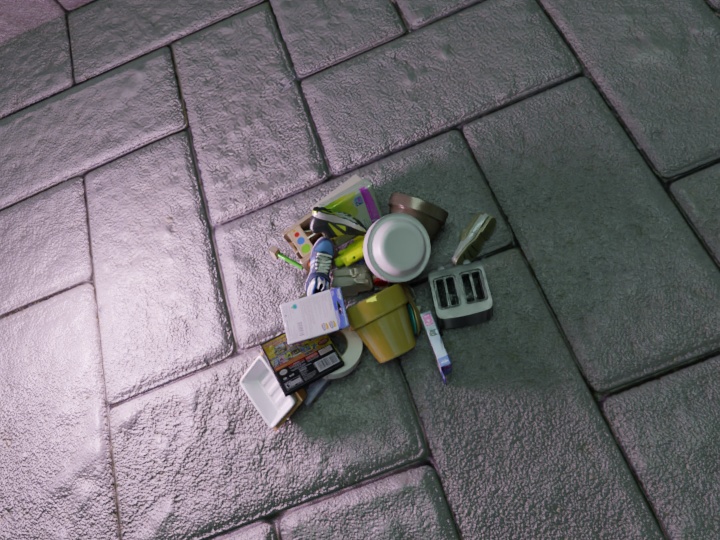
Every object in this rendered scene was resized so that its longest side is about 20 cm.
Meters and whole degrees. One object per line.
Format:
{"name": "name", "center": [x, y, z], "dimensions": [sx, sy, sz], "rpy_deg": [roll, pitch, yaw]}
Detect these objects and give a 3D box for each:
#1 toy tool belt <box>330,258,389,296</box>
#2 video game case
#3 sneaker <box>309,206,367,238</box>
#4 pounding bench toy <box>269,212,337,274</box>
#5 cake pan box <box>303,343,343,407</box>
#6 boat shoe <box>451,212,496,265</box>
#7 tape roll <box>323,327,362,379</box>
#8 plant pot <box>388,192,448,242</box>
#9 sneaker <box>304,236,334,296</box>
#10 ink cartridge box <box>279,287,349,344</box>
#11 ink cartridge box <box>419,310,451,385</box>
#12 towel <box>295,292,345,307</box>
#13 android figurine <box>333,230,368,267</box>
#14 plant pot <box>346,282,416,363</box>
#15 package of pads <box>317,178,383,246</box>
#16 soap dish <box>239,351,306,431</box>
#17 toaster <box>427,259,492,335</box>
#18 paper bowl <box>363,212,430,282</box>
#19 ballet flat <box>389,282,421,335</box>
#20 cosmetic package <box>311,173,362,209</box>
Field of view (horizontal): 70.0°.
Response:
{"name": "toy tool belt", "center": [0.000, 0.000, 1.667], "dimensions": [0.197, 0.125, 0.125], "rpy_deg": [-12, 59, 29]}
{"name": "video game case", "center": [-0.175, 0.252, 1.534], "dimensions": [0.197, 0.026, 0.182], "rpy_deg": [-24, 58, -20]}
{"name": "sneaker", "center": [-0.074, -0.139, 1.630], "dimensions": [0.086, 0.197, 0.075], "rpy_deg": [-64, 25, 21]}
{"name": "pounding bench toy", "center": [-0.191, -0.058, 1.735], "dimensions": [0.198, 0.125, 0.157], "rpy_deg": [-34, 66, -2]}
{"name": "cake pan box", "center": [-0.164, 0.295, 1.631], "dimensions": [0.183, 0.052, 0.201], "rpy_deg": [35, 80, 20]}
{"name": "boat shoe", "center": [0.355, -0.098, 1.663], "dimensions": [0.201, 0.075, 0.068], "rpy_deg": [-50, 47, -7]}
{"name": "tape roll", "center": [-0.090, 0.236, 1.590], "dimensions": [0.198, 0.037, 0.206], "rpy_deg": [1, 54, -2]}
{"name": "plant pot", "center": [0.166, -0.133, 1.666], "dimensions": [0.197, 0.200, 0.177], "rpy_deg": [19, 90, 19]}
{"name": "sneaker", "center": [-0.116, 0.003, 1.597], "dimensions": [0.079, 0.146, 0.204], "rpy_deg": [15, 96, -18]}
{"name": "ink cartridge box", "center": [-0.131, 0.133, 1.507], "dimensions": [0.197, 0.042, 0.122], "rpy_deg": [-18, 78, 16]}
{"name": "ink cartridge box", "center": [0.230, 0.231, 1.528], "dimensions": [0.041, 0.120, 0.203], "rpy_deg": [-18, 65, 2]}
{"name": "towel", "center": [-0.139, 0.113, 1.637], "dimensions": [0.145, 0.200, 0.037], "rpy_deg": [7, 110, 17]}
{"name": "android figurine", "center": [0.008, -0.077, 1.637], "dimensions": [0.198, 0.183, 0.041], "rpy_deg": [-27, 106, 20]}
{"name": "plant pot", "center": [0.072, 0.166, 1.556], "dimensions": [0.198, 0.201, 0.192], "rpy_deg": [-27, 87, 1]}
{"name": "package of pads", "center": [-0.030, -0.188, 1.707], "dimensions": [0.198, 0.156, 0.068], "rpy_deg": [-29, 38, -9]}
{"name": "soap dish", "center": [-0.265, 0.360, 1.571], "dimensions": [0.201, 0.081, 0.158], "rpy_deg": [49, 117, 18]}
{"name": "toaster", "center": [0.304, 0.080, 1.573], "dimensions": [0.177, 0.119, 0.204], "rpy_deg": [-12, 67, 8]}
{"name": "paper bowl", "center": [0.111, -0.067, 1.517], "dimensions": [0.196, 0.104, 0.205], "rpy_deg": [0, 88, -10]}
{"name": "ballet flat", "center": [0.159, 0.106, 1.628], "dimensions": [0.062, 0.069, 0.203], "rpy_deg": [-12, 66, -25]}
{"name": "cosmetic package", "center": [-0.057, -0.223, 1.773], "dimensions": [0.199, 0.104, 0.087], "rpy_deg": [-37, 45, -2]}
